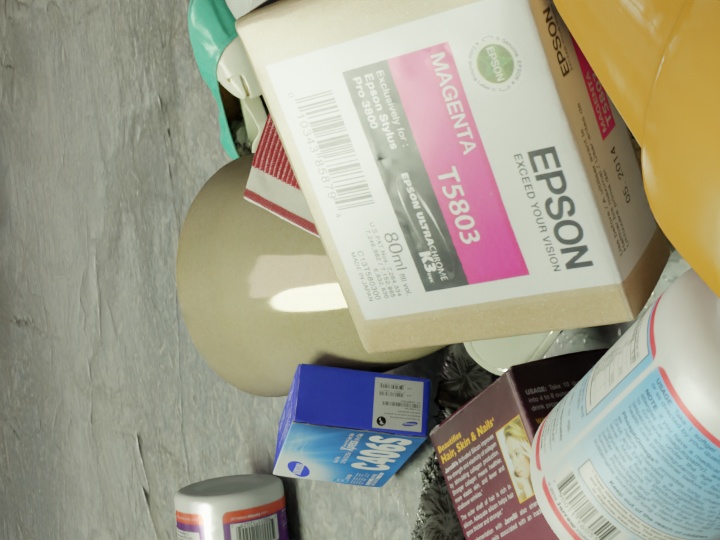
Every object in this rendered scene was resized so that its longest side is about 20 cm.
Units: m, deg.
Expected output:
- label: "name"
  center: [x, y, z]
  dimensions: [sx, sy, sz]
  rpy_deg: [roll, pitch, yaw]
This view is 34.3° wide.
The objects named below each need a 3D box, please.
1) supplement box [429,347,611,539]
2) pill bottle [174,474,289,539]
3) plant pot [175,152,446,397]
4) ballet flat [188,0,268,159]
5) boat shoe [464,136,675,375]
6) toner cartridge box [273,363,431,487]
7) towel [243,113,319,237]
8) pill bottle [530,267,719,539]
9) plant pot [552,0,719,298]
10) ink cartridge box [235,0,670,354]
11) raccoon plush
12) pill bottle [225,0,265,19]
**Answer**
- label: "supplement box"
  center: [0.129, 0.163, 0.694]
  dimensions: [0.110, 0.085, 0.202]
  rpy_deg: [-50, 53, 53]
- label: "pill bottle"
  center: [-0.121, 0.312, 1.153]
  dimensions: [0.111, 0.110, 0.204]
  rpy_deg: [-4, 92, 61]
- label: "plant pot"
  center: [0.000, 0.000, 0.833]
  dimensions: [0.198, 0.186, 0.191]
  rpy_deg: [-2, 93, 47]
- label: "ballet flat"
  center: [-0.100, -0.161, 1.035]
  dimensions: [0.070, 0.067, 0.201]
  rpy_deg: [45, 159, 33]
- label: "boat shoe"
  center: [0.129, -0.017, 0.675]
  dimensions: [0.073, 0.062, 0.201]
  rpy_deg: [39, 131, 2]
- label: "toner cartridge box"
  center: [-0.012, 0.120, 0.871]
  dimensions: [0.200, 0.093, 0.044]
  rpy_deg: [110, 167, -69]
- label: "towel"
  center: [0.006, -0.118, 0.749]
  dimensions: [0.143, 0.023, 0.203]
  rpy_deg: [27, 99, 41]
- label: "pill bottle"
  center: [0.173, 0.065, 0.572]
  dimensions: [0.201, 0.107, 0.110]
  rpy_deg: [-58, 46, 48]
- label: "plant pot"
  center: [0.169, -0.107, 0.456]
  dimensions: [0.184, 0.197, 0.202]
  rpy_deg: [56, 141, 43]
- label: "ink cartridge box"
  center: [0.049, -0.066, 0.602]
  dimensions: [0.163, 0.075, 0.202]
  rpy_deg: [-10, 112, 34]
- label: "raccoon plush"
  center: [0.078, 0.164, 0.830]
  dimensions: [0.134, 0.095, 0.202]
  rpy_deg: [112, 172, -61]
- label: "pill bottle"
  center: [-0.070, -0.265, 0.950]
  dimensions: [0.202, 0.112, 0.114]
  rpy_deg: [66, 146, 31]
